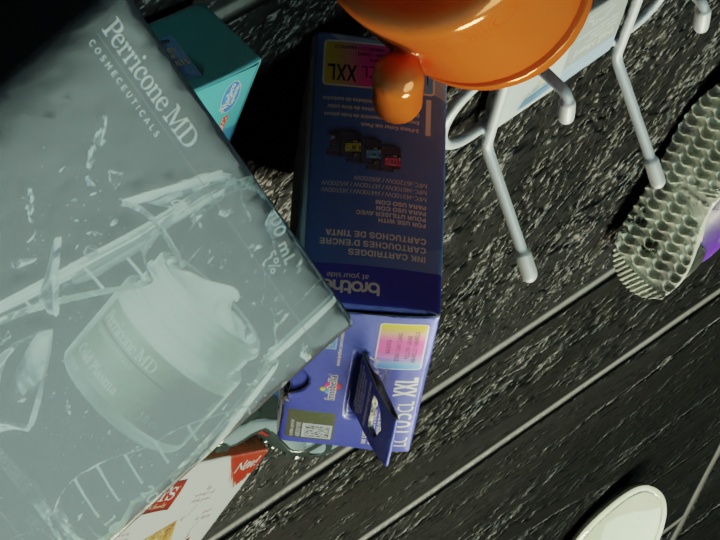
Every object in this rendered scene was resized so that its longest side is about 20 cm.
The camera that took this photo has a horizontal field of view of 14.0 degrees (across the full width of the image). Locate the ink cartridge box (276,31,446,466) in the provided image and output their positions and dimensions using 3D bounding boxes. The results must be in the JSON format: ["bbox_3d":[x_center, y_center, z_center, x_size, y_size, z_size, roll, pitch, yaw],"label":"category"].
[{"bbox_3d":[0.000,0.000,1.503,0.137,0.076,0.200,100,-5,-57],"label":"ink cartridge box"}]

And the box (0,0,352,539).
[{"bbox_3d":[-0.146,0.001,1.200,0.197,0.124,0.200,-43,125,-12],"label":"box"}]

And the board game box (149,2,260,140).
[{"bbox_3d":[-0.150,-0.028,1.363,0.200,0.047,0.151,-28,153,-40],"label":"board game box"}]

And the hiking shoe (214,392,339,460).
[{"bbox_3d":[-0.040,0.058,1.700,0.087,0.074,0.200,-52,159,19],"label":"hiking shoe"}]

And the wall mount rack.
[{"bbox_3d":[0.133,-0.093,1.749,0.200,0.075,0.174,-34,157,-27],"label":"wall mount rack"}]

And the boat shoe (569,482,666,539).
[{"bbox_3d":[0.197,0.263,2.600,0.200,0.073,0.062,-58,-159,12],"label":"boat shoe"}]

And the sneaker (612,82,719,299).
[{"bbox_3d":[0.254,-0.073,2.046,0.099,0.070,0.200,-28,158,-55],"label":"sneaker"}]

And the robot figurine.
[{"bbox_3d":[0.047,-0.151,1.416,0.116,0.144,0.200,-12,167,16],"label":"robot figurine"}]

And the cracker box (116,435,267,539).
[{"bbox_3d":[-0.156,0.164,1.701,0.200,0.058,0.134,-54,159,21],"label":"cracker box"}]
